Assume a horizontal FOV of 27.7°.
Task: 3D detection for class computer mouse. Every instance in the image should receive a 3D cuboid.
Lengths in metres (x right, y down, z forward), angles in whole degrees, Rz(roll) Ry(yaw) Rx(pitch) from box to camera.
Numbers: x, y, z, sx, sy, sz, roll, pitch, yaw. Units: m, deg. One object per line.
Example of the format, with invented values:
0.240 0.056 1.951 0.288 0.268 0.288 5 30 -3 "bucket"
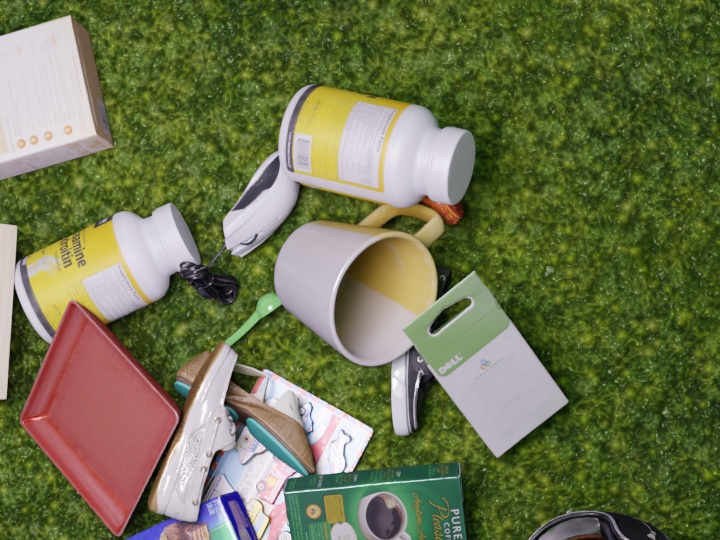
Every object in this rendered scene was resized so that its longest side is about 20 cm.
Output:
-0.126 -0.051 1.691 0.044 0.110 0.201 31 81 28 "computer mouse"

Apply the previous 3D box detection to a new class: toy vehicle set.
-0.434 0.052 1.709 0.026 0.124 0.202 5 81 -24 "toy vehicle set"

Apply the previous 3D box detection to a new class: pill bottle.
-0.293 -0.001 1.699 0.199 0.112 0.113 -25 79 3 "pill bottle"
0.019 -0.132 1.602 0.199 0.112 0.113 14 84 22 "pill bottle"

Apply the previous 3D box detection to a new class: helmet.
0.261 0.347 1.532 0.199 0.190 0.202 -4 99 -27 "helmet"

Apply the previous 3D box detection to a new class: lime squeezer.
-0.079 0.060 1.699 0.198 0.038 0.071 -4 81 7 "lime squeezer"

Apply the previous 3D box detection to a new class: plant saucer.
-0.290 0.165 1.660 0.200 0.037 0.201 44 123 23 "plant saucer"

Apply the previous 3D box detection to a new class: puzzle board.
-0.095 0.237 1.686 0.150 0.017 0.201 28 86 11 "puzzle board"

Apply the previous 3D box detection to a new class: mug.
-0.004 0.009 1.629 0.153 0.186 0.151 22 118 48 "mug"

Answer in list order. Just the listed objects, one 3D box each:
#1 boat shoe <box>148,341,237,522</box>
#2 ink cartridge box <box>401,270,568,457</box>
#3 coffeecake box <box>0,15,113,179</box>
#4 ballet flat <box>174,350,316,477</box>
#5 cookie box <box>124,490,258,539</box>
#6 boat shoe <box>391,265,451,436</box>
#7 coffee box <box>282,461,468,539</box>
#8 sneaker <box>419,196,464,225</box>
-0.169 0.180 1.613 0.069 0.071 0.201 22 84 -9 "boat shoe"
0.131 0.096 1.603 0.104 0.059 0.200 -37 113 1 "ink cartridge box"
-0.417 -0.201 1.766 0.199 0.073 0.155 -15 80 6 "coffeecake box"
-0.118 0.155 1.670 0.199 0.068 0.072 31 68 16 "ballet flat"
-0.203 0.368 1.645 0.199 0.075 0.172 -26 80 10 "cookie box"
0.074 0.089 1.662 0.066 0.070 0.202 3 75 10 "boat shoe"
0.021 0.284 1.625 0.198 0.044 0.124 -7 105 6 "coffee box"
0.042 -0.117 1.701 0.200 0.073 0.077 45 107 18 "sneaker"
